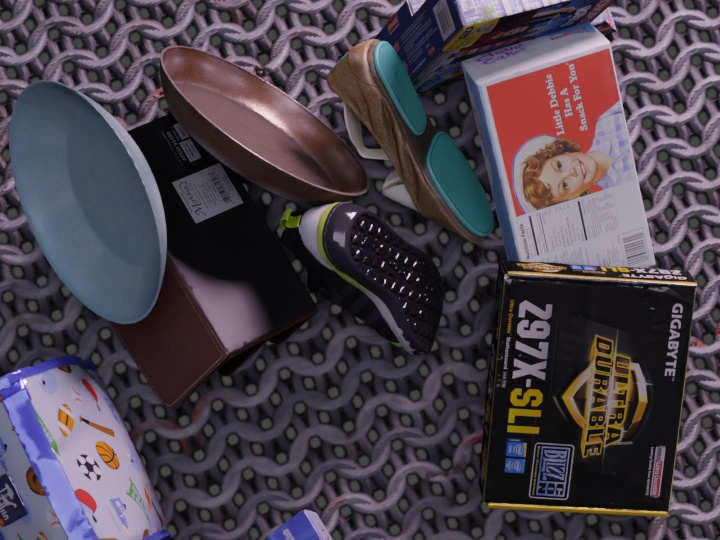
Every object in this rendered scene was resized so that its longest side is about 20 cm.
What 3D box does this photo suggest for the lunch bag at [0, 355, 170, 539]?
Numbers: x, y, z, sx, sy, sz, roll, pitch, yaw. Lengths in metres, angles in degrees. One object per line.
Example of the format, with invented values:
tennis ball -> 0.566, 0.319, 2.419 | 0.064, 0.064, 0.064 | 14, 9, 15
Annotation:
lunch bag -> -0.236, 0.161, 1.541 | 0.123, 0.200, 0.171 | -27, 87, -5

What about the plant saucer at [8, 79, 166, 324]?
plant saucer -> -0.203, -0.058, 1.537 | 0.038, 0.201, 0.202 | -26, 85, -34

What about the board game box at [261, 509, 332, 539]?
board game box -> -0.067, 0.330, 1.569 | 0.199, 0.041, 0.201 | -37, 71, 6

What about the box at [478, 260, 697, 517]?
box -> 0.183, 0.096, 1.605 | 0.158, 0.049, 0.202 | 4, 106, -3

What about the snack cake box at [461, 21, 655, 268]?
snack cake box -> 0.162, -0.087, 1.607 | 0.114, 0.067, 0.202 | -16, 113, -3

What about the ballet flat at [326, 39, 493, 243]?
ballet flat -> 0.035, -0.100, 1.636 | 0.072, 0.068, 0.201 | -18, 120, 33

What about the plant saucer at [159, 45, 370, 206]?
plant saucer -> -0.082, -0.111, 1.588 | 0.199, 0.200, 0.032 | 34, 108, 1

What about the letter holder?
letter holder -> -0.150, -0.006, 1.621 | 0.100, 0.142, 0.201 | -26, 81, -36

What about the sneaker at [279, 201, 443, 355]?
sneaker -> 0.000, 0.000, 1.598 | 0.082, 0.200, 0.072 | 4, 60, 33

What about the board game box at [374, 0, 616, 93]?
board game box -> 0.135, -0.217, 1.619 | 0.198, 0.200, 0.062 | -17, 84, -18
